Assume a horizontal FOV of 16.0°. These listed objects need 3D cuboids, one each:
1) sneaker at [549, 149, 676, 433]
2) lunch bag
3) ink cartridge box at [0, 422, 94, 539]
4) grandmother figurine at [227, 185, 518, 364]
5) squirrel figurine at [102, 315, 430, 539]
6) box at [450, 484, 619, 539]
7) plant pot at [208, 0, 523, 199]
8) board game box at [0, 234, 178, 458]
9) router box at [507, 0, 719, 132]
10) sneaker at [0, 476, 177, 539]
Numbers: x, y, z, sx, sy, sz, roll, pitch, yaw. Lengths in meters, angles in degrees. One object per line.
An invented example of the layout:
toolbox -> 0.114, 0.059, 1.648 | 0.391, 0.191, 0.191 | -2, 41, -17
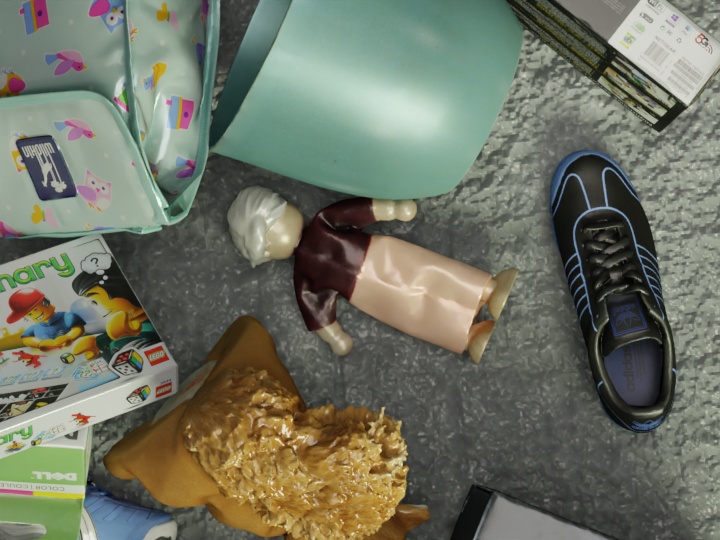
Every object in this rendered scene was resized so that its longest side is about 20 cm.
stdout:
sneaker -> 0.177, 0.012, 1.751 | 0.070, 0.078, 0.201 | -14, 86, -2
lunch bag -> -0.186, -0.120, 1.705 | 0.170, 0.122, 0.201 | -4, 81, 34
ink cartridge box -> -0.228, 0.092, 1.695 | 0.103, 0.059, 0.200 | 5, 51, -1
grandmother figurine -> 0.000, 0.000, 1.760 | 0.199, 0.061, 0.122 | 24, 97, 3
squirrel figurine -> -0.043, 0.141, 1.681 | 0.187, 0.200, 0.142 | 46, 76, -11
box -> 0.149, 0.228, 1.674 | 0.199, 0.197, 0.118 | 22, 86, 1
plant pot -> 0.012, -0.140, 1.707 | 0.161, 0.201, 0.201 | 23, 85, -10
board game box -> -0.234, 0.059, 1.660 | 0.199, 0.035, 0.126 | -20, 55, -20
router box -> 0.148, -0.180, 1.730 | 0.200, 0.149, 0.051 | 39, 86, 1
sneaker -> -0.219, 0.149, 1.732 | 0.199, 0.076, 0.077 | 13, 90, -2
